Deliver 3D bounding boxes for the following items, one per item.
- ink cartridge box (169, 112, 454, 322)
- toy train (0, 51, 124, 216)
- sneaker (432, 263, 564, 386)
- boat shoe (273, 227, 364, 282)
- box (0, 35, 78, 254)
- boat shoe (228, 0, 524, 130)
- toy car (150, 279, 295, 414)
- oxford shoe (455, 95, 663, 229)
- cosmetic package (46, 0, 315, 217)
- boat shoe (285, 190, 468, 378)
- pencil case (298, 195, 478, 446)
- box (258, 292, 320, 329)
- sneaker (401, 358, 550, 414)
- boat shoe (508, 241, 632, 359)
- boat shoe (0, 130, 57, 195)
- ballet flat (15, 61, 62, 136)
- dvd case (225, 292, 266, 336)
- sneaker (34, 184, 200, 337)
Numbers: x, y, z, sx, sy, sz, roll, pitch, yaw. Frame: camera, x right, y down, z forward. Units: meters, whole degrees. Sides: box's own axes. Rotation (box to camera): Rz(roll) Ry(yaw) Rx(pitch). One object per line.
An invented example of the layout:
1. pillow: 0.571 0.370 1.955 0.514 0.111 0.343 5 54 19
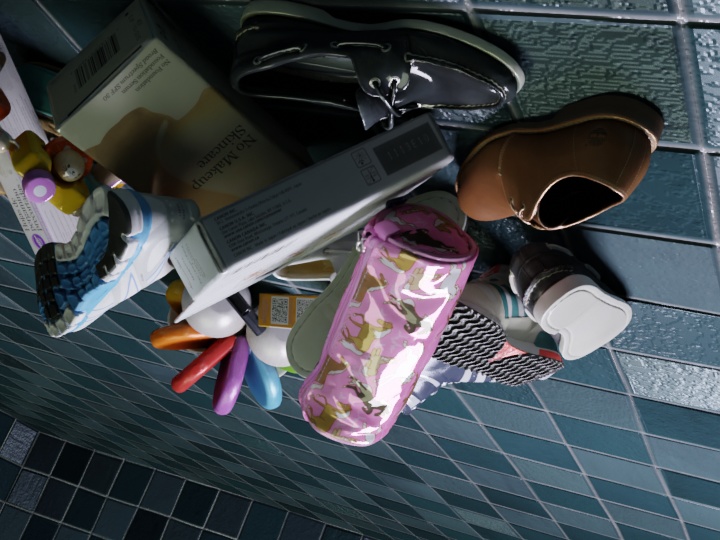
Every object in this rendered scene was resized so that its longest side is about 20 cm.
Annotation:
1. ink cartridge box: -0.049 -0.037 0.797 0.044 0.200 0.174 61 155 1
2. toy train: -0.237 -0.105 0.808 0.150 0.056 0.200 53 -176 22
3. sneaker: 0.105 0.033 0.920 0.070 0.094 0.200 -27 145 29
4. boat shoe: -0.003 -0.002 0.969 0.202 0.086 0.075 6 155 33
5. box: -0.292 -0.109 0.896 0.039 0.041 0.200 0 120 38
6. boat shoe: 0.003 -0.124 0.687 0.199 0.066 0.075 17 159 13
7. toy car: -0.159 0.098 1.288 0.200 0.150 0.175 25 159 -10
8. oxford shoe: 0.120 -0.059 0.732 0.071 0.071 0.200 27 161 -19
9. cosmetic package: -0.128 -0.099 0.808 0.200 0.105 0.071 39 -164 -40
10. boat shoe: 0.020 0.014 0.899 0.072 0.201 0.061 51 -164 24
11. pencil case: 0.016 0.045 0.811 0.086 0.083 0.200 31 123 15
12. box: 0.003 0.045 1.083 0.119 0.042 0.200 3 -179 -45
13. sneaker: 0.095 0.091 1.025 0.200 0.070 0.109 17 127 -40
14. boat shoe: 0.176 0.027 0.901 0.060 0.074 0.200 56 -165 27
15. boat shoe: -0.289 -0.103 1.004 0.074 0.069 0.200 12 -174 15
16. ballet flat: -0.212 -0.126 0.917 0.200 0.069 0.063 27 170 13
17. dvd case: -0.169 -0.021 1.090 0.143 0.018 0.200 47 172 29
18. sneaker: -0.184 -0.003 0.807 0.087 0.075 0.200 -8 166 -40
